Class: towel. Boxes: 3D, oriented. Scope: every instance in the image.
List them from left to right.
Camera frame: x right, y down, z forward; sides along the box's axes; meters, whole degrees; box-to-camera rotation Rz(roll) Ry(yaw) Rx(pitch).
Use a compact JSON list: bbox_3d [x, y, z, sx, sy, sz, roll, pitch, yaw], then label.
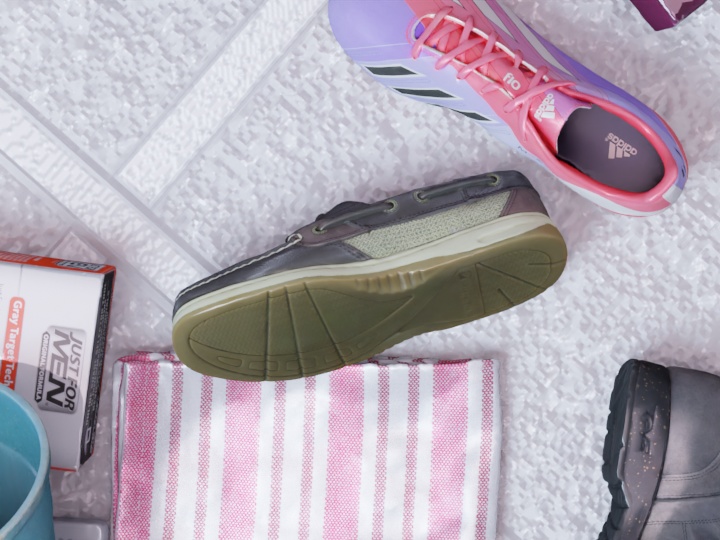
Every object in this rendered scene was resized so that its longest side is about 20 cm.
[{"bbox_3d":[-0.028,0.115,1.323,0.199,0.030,0.147,1,94,1],"label":"towel"}]

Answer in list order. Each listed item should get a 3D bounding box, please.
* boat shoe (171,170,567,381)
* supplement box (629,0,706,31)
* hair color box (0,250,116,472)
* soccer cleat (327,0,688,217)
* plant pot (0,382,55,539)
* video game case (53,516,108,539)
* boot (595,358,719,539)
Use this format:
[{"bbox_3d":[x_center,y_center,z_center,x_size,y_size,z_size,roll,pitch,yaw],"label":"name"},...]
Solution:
[{"bbox_3d":[0.000,-0.001,1.300,0.200,0.072,0.066,-15,49,-4],"label":"boat shoe"},{"bbox_3d":[0.181,-0.230,1.266,0.200,0.103,0.131,-42,93,3],"label":"supplement box"},{"bbox_3d":[-0.228,0.035,1.306,0.199,0.061,0.102,8,93,1],"label":"hair color box"},{"bbox_3d":[0.074,-0.091,1.287,0.199,0.076,0.067,32,93,-1],"label":"soccer cleat"},{"bbox_3d":[-0.227,0.176,1.223,0.199,0.200,0.189,-7,121,1],"label":"plant pot"},{"bbox_3d":[-0.203,0.223,1.331,0.142,0.018,0.201,3,93,6],"label":"video game case"},{"bbox_3d":[0.181,0.147,1.306,0.131,0.070,0.201,9,97,-5],"label":"boot"}]
